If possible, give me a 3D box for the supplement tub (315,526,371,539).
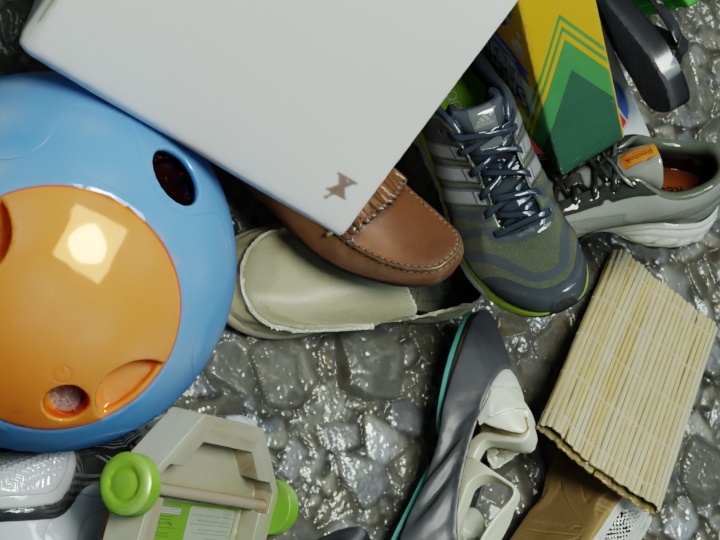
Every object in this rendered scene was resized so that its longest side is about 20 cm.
[{"bbox_3d":[0.019,0.253,1.172,0.107,0.107,0.201,-32,97,-34],"label":"supplement tub"}]

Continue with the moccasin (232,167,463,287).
[{"bbox_3d":[-0.021,-0.065,1.193,0.201,0.078,0.074,43,57,15],"label":"moccasin"}]

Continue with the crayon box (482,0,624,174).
[{"bbox_3d":[0.092,-0.167,1.193,0.051,0.200,0.126,-30,52,-7],"label":"crayon box"}]

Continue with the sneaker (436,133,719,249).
[{"bbox_3d":[0.143,-0.054,1.264,0.199,0.079,0.074,-7,64,-17],"label":"sneaker"}]

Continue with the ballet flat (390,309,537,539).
[{"bbox_3d":[0.074,0.121,1.257,0.073,0.073,0.201,30,66,-24],"label":"ballet flat"}]

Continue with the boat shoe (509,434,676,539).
[{"bbox_3d":[0.155,0.165,1.311,0.200,0.071,0.070,-44,130,-40],"label":"boat shoe"}]

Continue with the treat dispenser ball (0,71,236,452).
[{"bbox_3d":[-0.166,-0.004,1.056,0.200,0.201,0.202,8,74,-31],"label":"treat dispenser ball"}]

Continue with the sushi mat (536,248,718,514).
[{"bbox_3d":[0.182,0.070,1.326,0.096,0.012,0.200,37,41,-6],"label":"sushi mat"}]

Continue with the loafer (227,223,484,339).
[{"bbox_3d":[0.000,0.000,1.241,0.199,0.068,0.076,-4,81,-33],"label":"loafer"}]

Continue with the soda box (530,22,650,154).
[{"bbox_3d":[0.132,-0.132,1.358,0.064,0.068,0.201,-26,94,-35],"label":"soda box"}]

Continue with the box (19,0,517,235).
[{"bbox_3d":[-0.037,-0.171,1.038,0.199,0.200,0.172,30,27,-16],"label":"box"}]

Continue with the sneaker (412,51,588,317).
[{"bbox_3d":[0.075,-0.061,1.192,0.074,0.081,0.201,-26,66,-7],"label":"sneaker"}]

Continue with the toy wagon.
[{"bbox_3d":[-0.101,0.176,1.070,0.155,0.039,0.201,22,82,-60],"label":"toy wagon"}]

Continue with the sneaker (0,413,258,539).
[{"bbox_3d":[-0.137,0.147,1.120,0.199,0.075,0.116,-11,95,-41],"label":"sneaker"}]

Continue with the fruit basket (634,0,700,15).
[{"bbox_3d":[0.227,-0.306,1.425,0.215,0.155,0.217,0,91,-20],"label":"fruit basket"}]

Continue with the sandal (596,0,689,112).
[{"bbox_3d":[0.185,-0.173,1.337,0.043,0.200,0.076,-24,121,4],"label":"sandal"}]
